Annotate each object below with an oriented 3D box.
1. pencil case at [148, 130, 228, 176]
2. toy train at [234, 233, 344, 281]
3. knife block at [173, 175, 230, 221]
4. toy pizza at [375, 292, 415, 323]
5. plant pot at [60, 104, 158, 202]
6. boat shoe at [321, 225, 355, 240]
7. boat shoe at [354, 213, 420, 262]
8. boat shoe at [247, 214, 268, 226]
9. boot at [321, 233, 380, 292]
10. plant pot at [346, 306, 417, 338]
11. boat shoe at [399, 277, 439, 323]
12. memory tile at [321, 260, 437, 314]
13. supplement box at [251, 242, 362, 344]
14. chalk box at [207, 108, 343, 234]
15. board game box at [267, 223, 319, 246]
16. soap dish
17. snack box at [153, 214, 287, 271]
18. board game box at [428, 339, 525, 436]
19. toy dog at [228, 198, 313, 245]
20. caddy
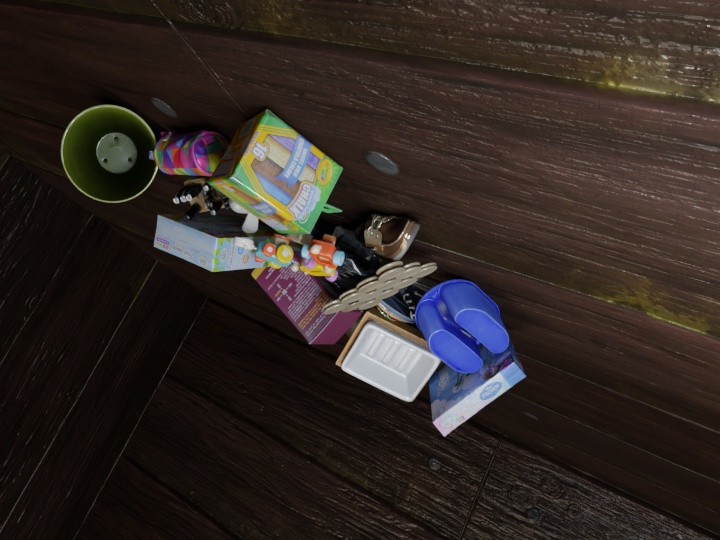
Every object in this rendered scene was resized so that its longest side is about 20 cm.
[{"bbox_3d":[-0.323,-0.222,1.221,0.198,0.090,0.088,12,160,48],"label":"pencil case"},{"bbox_3d":[-0.104,-0.039,1.080,0.196,0.057,0.150,11,163,20],"label":"toy train"},{"bbox_3d":[-0.302,-0.151,1.238,0.198,0.174,0.065,12,121,49],"label":"knife block"},{"bbox_3d":[0.041,0.052,1.408,0.199,0.032,0.201,39,-168,-9],"label":"toy pizza"},{"bbox_3d":[-0.522,-0.250,1.371,0.185,0.189,0.200,33,180,-20],"label":"plant pot"},{"bbox_3d":[-0.054,-0.044,1.350,0.068,0.073,0.200,30,166,-6],"label":"boat shoe"},{"bbox_3d":[0.038,-0.060,1.113,0.071,0.077,0.199,33,164,-14],"label":"boat shoe"},{"bbox_3d":[-0.211,-0.117,1.404,0.073,0.070,0.200,17,167,-10],"label":"boat shoe"},{"bbox_3d":[-0.001,0.000,1.205,0.162,0.067,0.200,24,164,-14],"label":"boot"},{"bbox_3d":[0.020,0.095,1.534,0.200,0.188,0.187,43,164,-8],"label":"plant pot"},{"bbox_3d":[0.116,0.063,1.352,0.197,0.094,0.075,19,164,33],"label":"boat shoe"},{"bbox_3d":[0.033,0.031,1.165,0.199,0.017,0.152,-32,162,38],"label":"memory tile"},{"bbox_3d":[-0.108,0.046,1.333,0.200,0.103,0.131,47,-170,20],"label":"supplement box"},{"bbox_3d":[-0.120,-0.138,1.032,0.199,0.126,0.124,35,165,-26],"label":"chalk box"},{"bbox_3d":[-0.159,-0.059,1.419,0.132,0.035,0.200,-11,168,-7],"label":"board game box"},{"bbox_3d":[0.066,0.180,1.405,0.197,0.159,0.082,27,-151,-8],"label":"soap dish"},{"bbox_3d":[-0.260,-0.057,1.224,0.166,0.069,0.198,20,-166,32],"label":"snack box"},{"bbox_3d":[0.228,0.216,1.308,0.043,0.198,0.200,47,-167,-10],"label":"board game box"},{"bbox_3d":[-0.161,-0.118,1.173,0.095,0.134,0.200,20,164,43],"label":"toy dog"},{"bbox_3d":[0.194,0.102,1.241,0.199,0.141,0.106,38,-160,-35],"label":"caddy"}]
